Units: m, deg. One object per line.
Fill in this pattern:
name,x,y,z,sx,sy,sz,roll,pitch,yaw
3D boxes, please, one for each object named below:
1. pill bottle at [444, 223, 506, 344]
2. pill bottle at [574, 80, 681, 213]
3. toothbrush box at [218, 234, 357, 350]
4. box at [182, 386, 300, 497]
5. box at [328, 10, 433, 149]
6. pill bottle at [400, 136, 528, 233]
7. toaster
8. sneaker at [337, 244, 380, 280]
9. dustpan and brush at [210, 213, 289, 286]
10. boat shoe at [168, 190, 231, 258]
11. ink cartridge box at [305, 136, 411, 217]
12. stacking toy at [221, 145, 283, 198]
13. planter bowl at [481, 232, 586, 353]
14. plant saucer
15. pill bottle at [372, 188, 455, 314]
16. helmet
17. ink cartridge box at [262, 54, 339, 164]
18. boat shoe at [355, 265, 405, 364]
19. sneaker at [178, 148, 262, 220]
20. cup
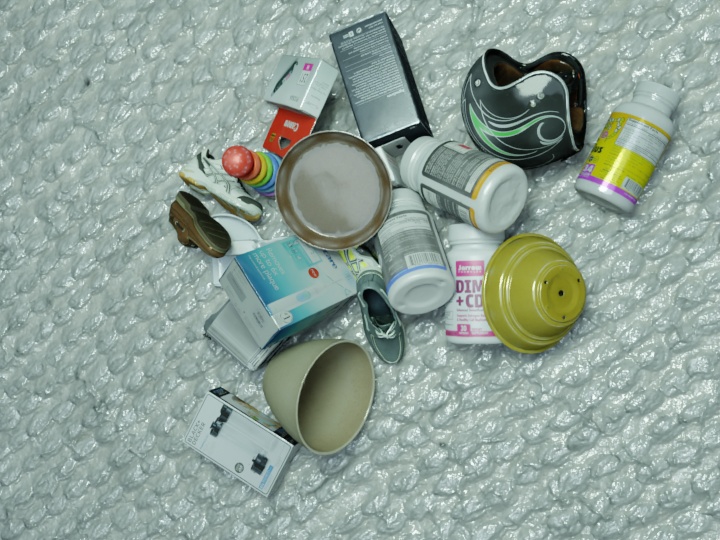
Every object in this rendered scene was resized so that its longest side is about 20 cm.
pill bottle,0.200,0.022,1.186,0.113,0.113,0.201,-2,89,14
pill bottle,0.440,-0.202,1.134,0.104,0.104,0.201,28,95,13
toothbrush box,-0.119,0.026,1.204,0.147,0.200,0.085,57,137,11
box,-0.224,0.323,1.315,0.199,0.060,0.117,30,96,13
box,0.040,-0.318,1.213,0.107,0.148,0.201,-19,84,13
pill bottle,0.165,-0.147,1.140,0.200,0.116,0.117,34,98,41
toaster,-0.194,0.096,1.285,0.129,0.114,0.200,43,97,9
sneaker,0.000,0.000,1.257,0.200,0.075,0.076,43,99,12
dustpan and brush,-0.208,-0.046,1.316,0.199,0.057,0.140,-5,88,14
boat shoe,-0.307,-0.072,1.313,0.068,0.072,0.200,-55,45,14
ink cartridge box,0.008,-0.159,1.234,0.199,0.116,0.068,-23,85,13
stacking toy,-0.186,-0.181,1.240,0.085,0.200,0.086,0,89,13
planter bowl,0.302,0.037,1.123,0.199,0.083,0.202,1,89,-24
plant saucer,-0.044,-0.134,1.168,0.199,0.032,0.201,2,103,9
pill bottle,0.083,-0.036,1.180,0.113,0.114,0.201,-23,52,13
helmet,0.261,-0.266,1.136,0.190,0.200,0.201,0,89,29
ink cartridge box,-0.127,-0.295,1.245,0.043,0.200,0.174,23,96,-31
boat shoe,0.034,0.091,1.214,0.072,0.062,0.201,-10,118,9
sneaker,-0.252,-0.169,1.310,0.200,0.076,0.088,32,75,22
cup,-0.090,0.207,1.233,0.143,0.200,0.201,12,92,40
